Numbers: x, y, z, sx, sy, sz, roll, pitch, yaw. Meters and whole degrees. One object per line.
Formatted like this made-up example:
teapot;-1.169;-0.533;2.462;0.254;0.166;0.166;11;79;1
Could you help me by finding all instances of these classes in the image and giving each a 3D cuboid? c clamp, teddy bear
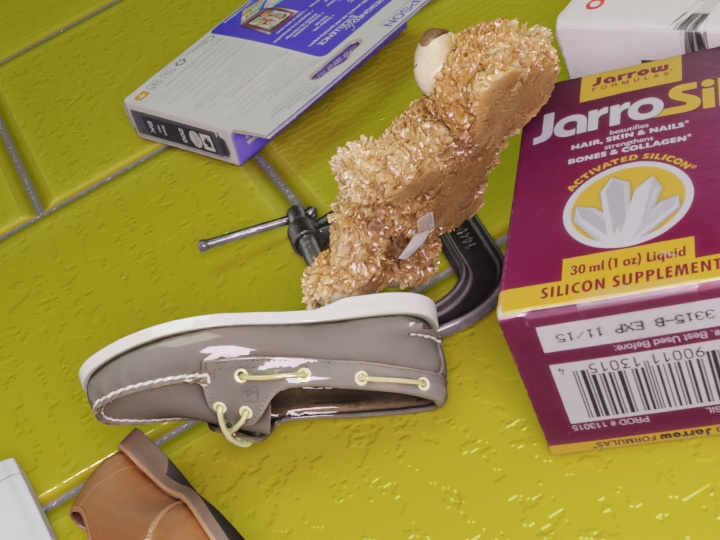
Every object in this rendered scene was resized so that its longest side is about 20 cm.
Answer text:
c clamp;0.000;0.000;0.858;0.170;0.027;0.200;-24;33;-8
teddy bear;0.030;-0.057;0.740;0.144;0.201;0.067;-25;62;-33

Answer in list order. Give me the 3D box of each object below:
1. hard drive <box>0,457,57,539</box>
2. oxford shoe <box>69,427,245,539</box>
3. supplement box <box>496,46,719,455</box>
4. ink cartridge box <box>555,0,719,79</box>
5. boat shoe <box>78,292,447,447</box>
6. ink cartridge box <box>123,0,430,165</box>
hard drive;-0.214;0.194;0.726;0.131;0.027;0.200;-33;36;-11
oxford shoe;-0.094;0.148;0.685;0.071;0.072;0.200;-41;27;-15
supplement box;0.154;-0.015;0.714;0.130;0.104;0.201;-11;37;20
ink cartridge box;0.247;-0.158;0.859;0.199;0.085;0.146;11;48;40
boat shoe;-0.051;0.060;0.737;0.200;0.072;0.061;-9;64;-5
ink cartridge box;-0.061;-0.162;1.081;0.198;0.044;0.199;-43;37;-24
